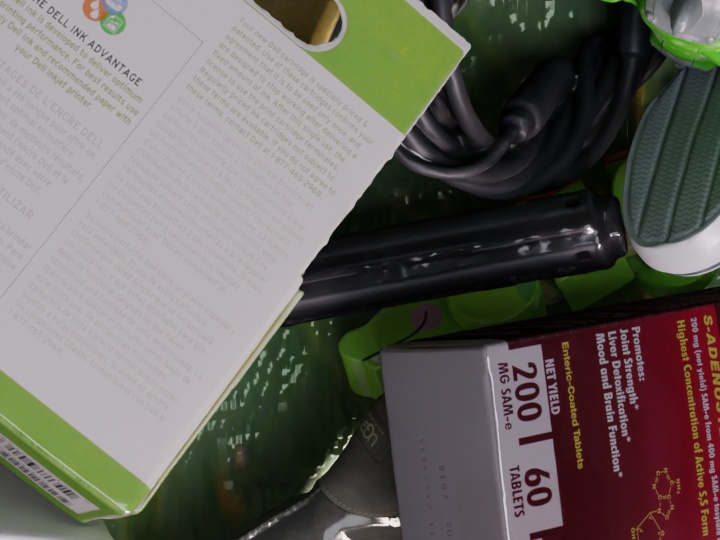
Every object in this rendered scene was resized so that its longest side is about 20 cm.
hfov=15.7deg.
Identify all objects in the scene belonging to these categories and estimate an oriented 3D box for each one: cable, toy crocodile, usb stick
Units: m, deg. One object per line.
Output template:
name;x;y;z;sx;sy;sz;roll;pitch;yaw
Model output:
cable;0.067;-0.108;0.967;0.200;0.051;0.163;-55;145;-23
toy crocodile;0.081;-0.008;1.038;0.200;0.062;0.068;-28;152;-2
usb stick;0.000;0.000;0.983;0.200;0.055;0.033;-10;84;7

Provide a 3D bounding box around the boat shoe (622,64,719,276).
boat shoe;0.163;-0.067;0.993;0.067;0.073;0.200;50;54;-33

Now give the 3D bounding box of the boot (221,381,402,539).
boot;0.001;0.141;1.037;0.200;0.073;0.182;-47;121;6

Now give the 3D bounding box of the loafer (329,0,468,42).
loafer;0.013;-0.104;0.974;0.072;0.063;0.200;29;98;-26

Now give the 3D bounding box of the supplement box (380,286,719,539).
supplement box;0.105;0.067;0.981;0.200;0.061;0.109;-9;94;-41

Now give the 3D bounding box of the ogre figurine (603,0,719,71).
ogre figurine;0.134;-0.130;0.909;0.098;0.200;0.120;24;93;-12

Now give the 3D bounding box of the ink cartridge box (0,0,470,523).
ink cartridge box;-0.081;-0.038;0.875;0.148;0.076;0.200;39;74;-8

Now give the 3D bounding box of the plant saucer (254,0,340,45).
plant saucer;-0.098;-0.131;0.911;0.200;0.048;0.200;23;101;-6

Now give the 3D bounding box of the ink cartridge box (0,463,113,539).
ink cartridge box;-0.210;0.122;0.935;0.200;0.146;0.147;7;108;-22
